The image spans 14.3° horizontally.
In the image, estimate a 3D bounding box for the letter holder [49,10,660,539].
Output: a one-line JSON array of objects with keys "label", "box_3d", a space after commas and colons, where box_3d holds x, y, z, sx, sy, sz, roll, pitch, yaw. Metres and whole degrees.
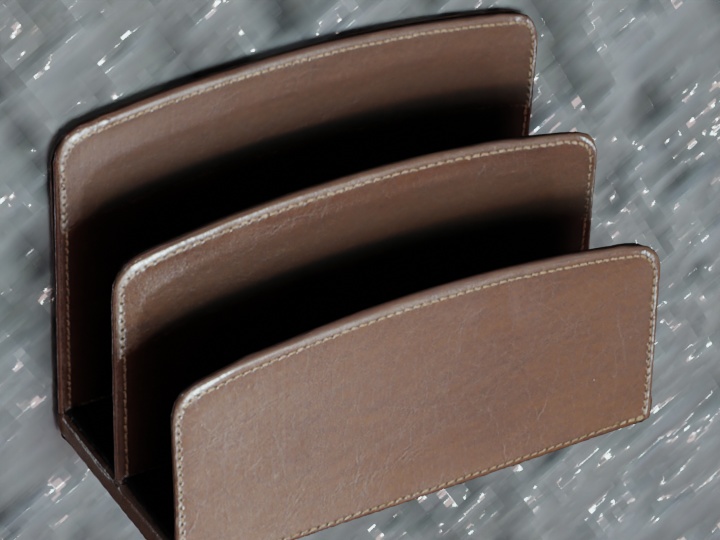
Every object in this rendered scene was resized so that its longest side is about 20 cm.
[{"label": "letter holder", "box_3d": [0.000, 0.000, 1.031, 0.200, 0.101, 0.142, -17, 127, -25]}]
